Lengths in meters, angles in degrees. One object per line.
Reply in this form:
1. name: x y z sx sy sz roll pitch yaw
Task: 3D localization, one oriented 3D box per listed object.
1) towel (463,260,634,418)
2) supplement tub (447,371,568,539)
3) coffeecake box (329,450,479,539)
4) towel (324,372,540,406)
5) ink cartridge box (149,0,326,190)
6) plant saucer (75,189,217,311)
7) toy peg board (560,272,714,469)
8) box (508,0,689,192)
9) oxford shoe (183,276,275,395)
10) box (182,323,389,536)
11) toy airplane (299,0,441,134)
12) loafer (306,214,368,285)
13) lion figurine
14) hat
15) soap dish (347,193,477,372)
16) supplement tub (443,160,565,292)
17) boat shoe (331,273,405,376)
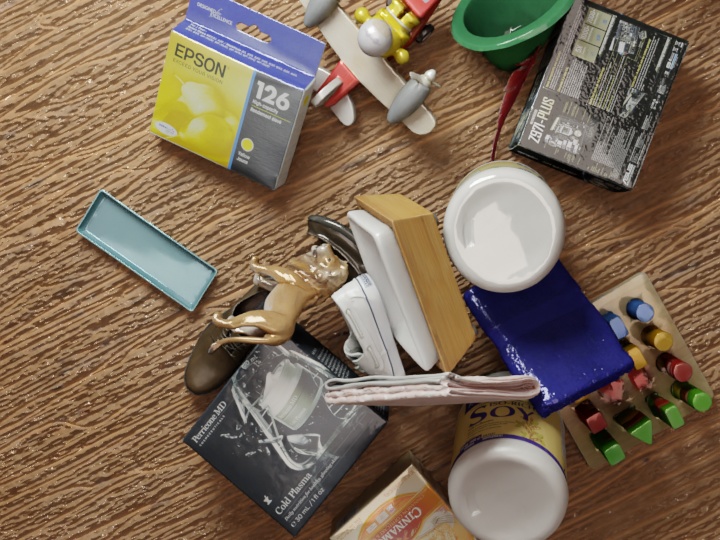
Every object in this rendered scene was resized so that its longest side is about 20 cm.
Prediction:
1. towel: 0.240 0.081 1.086 0.145 0.050 0.202 -24 56 -10
2. supplement tub: 0.189 0.231 1.064 0.142 0.201 0.148 4 113 10
3. coffeecake box: 0.078 0.381 1.157 0.153 0.073 0.201 -41 92 3
4. towel: 0.085 0.143 1.005 0.198 0.189 0.033 -11 75 42
5. ink cartridge box: -0.164 -0.234 1.091 0.195 0.047 0.203 25 121 7
6. plant saucer: -0.296 -0.028 1.167 0.198 0.019 0.071 35 94 0
7. toy peg board: 0.353 0.141 1.119 0.198 0.098 0.201 -31 93 3
8. box: 0.308 -0.226 1.100 0.161 0.086 0.204 20 94 0
9. oxford shoe: -0.177 0.091 1.140 0.072 0.084 0.201 38 96 -3
10. box: -0.094 0.201 1.126 0.196 0.124 0.201 39 94 1
11. toy airplane: 0.008 -0.282 1.078 0.195 0.141 0.204 4 95 1
12. loafer: 0.000 0.000 1.131 0.199 0.073 0.072 38 92 -1
13. lion figurine: -0.098 0.044 1.048 0.120 0.073 0.202 17 51 11
14. hat: 0.220 -0.286 1.122 0.197 0.167 0.177 -25 134 13
15. soap dish: 0.063 0.007 1.025 0.080 0.157 0.203 -24 109 -8
16. supplement tub: 0.178 -0.061 1.051 0.141 0.200 0.148 2 101 9
17. boat shoe: 0.009 0.098 1.110 0.064 0.074 0.203 -24 119 -11
